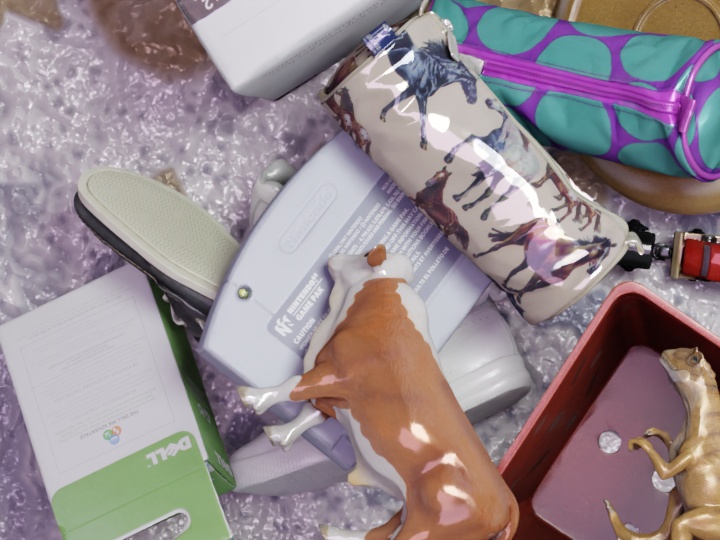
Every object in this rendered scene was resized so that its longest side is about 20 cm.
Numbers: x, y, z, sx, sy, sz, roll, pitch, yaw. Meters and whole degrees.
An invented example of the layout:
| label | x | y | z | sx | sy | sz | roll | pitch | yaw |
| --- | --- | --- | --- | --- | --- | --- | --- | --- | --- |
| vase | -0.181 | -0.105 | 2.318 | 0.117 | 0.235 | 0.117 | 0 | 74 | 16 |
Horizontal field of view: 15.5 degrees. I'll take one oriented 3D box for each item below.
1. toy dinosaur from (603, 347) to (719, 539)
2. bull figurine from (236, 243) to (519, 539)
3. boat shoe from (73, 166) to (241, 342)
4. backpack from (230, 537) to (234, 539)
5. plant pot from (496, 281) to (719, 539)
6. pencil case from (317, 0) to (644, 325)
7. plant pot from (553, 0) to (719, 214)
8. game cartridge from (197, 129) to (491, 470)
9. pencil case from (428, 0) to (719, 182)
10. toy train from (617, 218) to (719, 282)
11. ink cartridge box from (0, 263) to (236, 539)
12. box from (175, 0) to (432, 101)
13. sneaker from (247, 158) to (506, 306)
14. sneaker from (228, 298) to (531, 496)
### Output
| label | x | y | z | sx | sy | sz | roll | pitch | yaw |
| --- | --- | --- | --- | --- | --- | --- | --- | --- | --- |
| toy dinosaur | 0.195 | 0.143 | 1.456 | 0.106 | 0.060 | 0.201 | -21 | 91 | 4 |
| bull figurine | 0.008 | 0.082 | 1.487 | 0.121 | 0.065 | 0.200 | -30 | 71 | 1 |
| boat shoe | -0.097 | 0.013 | 1.605 | 0.200 | 0.072 | 0.068 | 37 | 125 | 3 |
| backpack | -0.077 | 0.254 | 1.602 | 0.153 | 0.176 | 0.200 | -32 | 91 | 9 |
| plant pot | 0.183 | 0.135 | 1.575 | 0.200 | 0.176 | 0.200 | 33 | 95 | 2 |
| pencil case | 0.070 | -0.061 | 1.525 | 0.200 | 0.078 | 0.089 | 47 | 113 | 0 |
| plant pot | 0.196 | -0.134 | 1.590 | 0.199 | 0.027 | 0.201 | -1 | 88 | 32 |
| game cartridge | 0.000 | 0.000 | 1.560 | 0.133 | 0.041 | 0.200 | 40 | 75 | -6 |
| pencil case | 0.127 | -0.108 | 1.563 | 0.199 | 0.092 | 0.085 | 13 | 95 | 31 |
| toy train | 0.225 | -0.007 | 1.628 | 0.199 | 0.046 | 0.034 | 8 | 94 | 5 |
| ink cartridge box | -0.143 | 0.105 | 1.619 | 0.104 | 0.059 | 0.201 | -25 | 62 | 6 |
| box | -0.014 | -0.207 | 1.563 | 0.199 | 0.200 | 0.131 | -32 | 89 | 6 |
| sneaker | 0.027 | -0.028 | 1.620 | 0.199 | 0.075 | 0.081 | 1 | 127 | 3 |
| sneaker | 0.002 | 0.075 | 1.650 | 0.199 | 0.075 | 0.089 | -23 | 75 | 3 |
